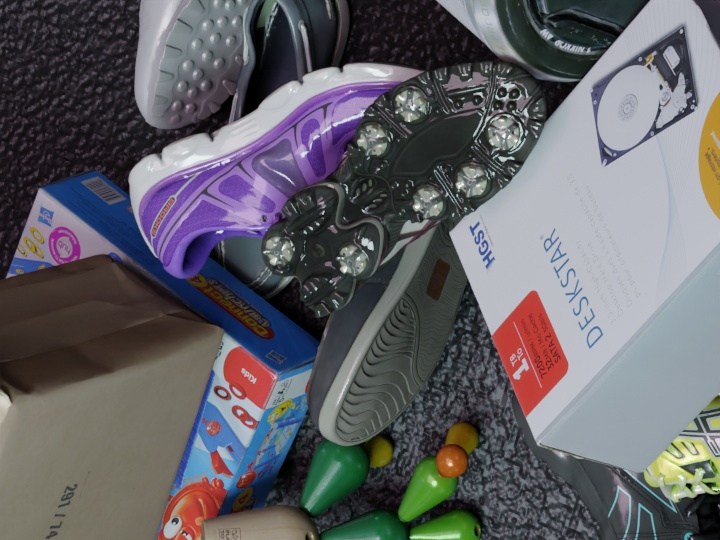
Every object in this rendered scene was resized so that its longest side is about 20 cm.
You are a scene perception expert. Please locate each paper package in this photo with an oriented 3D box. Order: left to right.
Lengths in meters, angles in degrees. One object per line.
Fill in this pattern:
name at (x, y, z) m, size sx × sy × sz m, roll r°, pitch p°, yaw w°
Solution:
paper package at (-0.192, 0.108, 1.558) m, size 0.103 × 0.190 × 0.201 m, roll 35°, pitch 120°, yaw 28°

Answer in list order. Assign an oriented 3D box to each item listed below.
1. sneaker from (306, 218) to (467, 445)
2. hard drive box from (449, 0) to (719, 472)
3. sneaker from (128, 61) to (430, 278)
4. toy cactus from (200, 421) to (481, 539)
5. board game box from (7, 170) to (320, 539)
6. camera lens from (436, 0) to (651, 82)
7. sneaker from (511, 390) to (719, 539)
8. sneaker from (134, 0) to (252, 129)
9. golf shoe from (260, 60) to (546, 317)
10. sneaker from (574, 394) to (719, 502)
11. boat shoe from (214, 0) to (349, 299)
sneaker at (0.000, 0.000, 1.594) m, size 0.106 × 0.075 × 0.201 m, roll 18°, pitch 75°, yaw 34°
hard drive box at (0.152, -0.023, 1.400) m, size 0.200 × 0.077 × 0.156 m, roll -51°, pitch 42°, yaw 29°
sneaker at (-0.033, -0.054, 1.561) m, size 0.199 × 0.081 × 0.084 m, roll -26°, pitch 74°, yaw 19°
toy cactus at (-0.008, 0.160, 1.592) m, size 0.164 × 0.102 × 0.201 m, roll -1°, pitch 84°, yaw -9°
board game box at (-0.139, 0.077, 1.676) m, size 0.200 × 0.056 × 0.196 m, roll 36°, pitch 121°, yaw 22°
camera lens at (0.090, -0.206, 1.459) m, size 0.200 × 0.160 × 0.160 m, roll 47°, pitch 117°, yaw 46°
sneaker at (0.165, 0.122, 1.527) m, size 0.079 × 0.075 × 0.200 m, roll -43°, pitch 74°, yaw 23°
sneaker at (-0.100, -0.185, 1.658) m, size 0.080 × 0.076 × 0.201 m, roll 25°, pitch 102°, yaw 37°
golf shoe at (0.029, -0.058, 1.470) m, size 0.200 × 0.088 × 0.077 m, roll -37°, pitch 92°, yaw 36°
sneaker at (0.194, 0.093, 1.455) m, size 0.199 × 0.075 × 0.077 m, roll 20°, pitch 74°, yaw 35°
boat shoe at (-0.058, -0.078, 1.640) m, size 0.073 × 0.062 × 0.201 m, roll 19°, pitch 104°, yaw 24°
